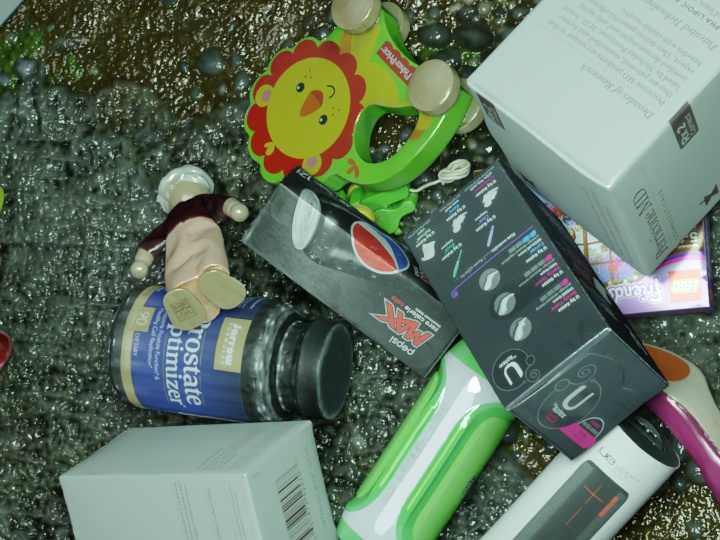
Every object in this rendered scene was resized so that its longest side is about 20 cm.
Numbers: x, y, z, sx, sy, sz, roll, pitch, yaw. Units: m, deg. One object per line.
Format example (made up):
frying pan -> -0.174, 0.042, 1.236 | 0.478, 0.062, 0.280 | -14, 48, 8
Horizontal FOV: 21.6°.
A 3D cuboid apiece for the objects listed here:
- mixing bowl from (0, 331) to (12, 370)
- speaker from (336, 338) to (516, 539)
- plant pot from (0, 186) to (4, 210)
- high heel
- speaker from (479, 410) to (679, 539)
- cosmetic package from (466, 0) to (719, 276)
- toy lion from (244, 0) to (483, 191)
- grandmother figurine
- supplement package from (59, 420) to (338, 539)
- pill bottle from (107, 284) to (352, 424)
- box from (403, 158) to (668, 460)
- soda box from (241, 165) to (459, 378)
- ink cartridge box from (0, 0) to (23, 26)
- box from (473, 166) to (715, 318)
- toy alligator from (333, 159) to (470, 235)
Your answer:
mixing bowl -> -0.434, 0.073, 1.731 | 0.200, 0.200, 0.109 | -38, 74, 11
speaker -> 0.063, 0.160, 1.608 | 0.088, 0.088, 0.201 | 35, 95, 20
plant pot -> -0.465, -0.081, 1.772 | 0.200, 0.199, 0.182 | -38, 79, 10
high heel -> 0.269, 0.140, 1.560 | 0.200, 0.067, 0.097 | 40, 128, 34
speaker -> 0.170, 0.201, 1.551 | 0.081, 0.081, 0.200 | 46, 109, 19
cosmetic package -> 0.223, -0.142, 1.517 | 0.200, 0.165, 0.165 | -47, 58, -5
toy lion -> -0.011, -0.141, 1.673 | 0.192, 0.068, 0.200 | -50, 54, 12
grandmother figurine -> -0.151, -0.027, 1.673 | 0.120, 0.061, 0.201 | -20, 35, 6
supplement package -> -0.138, 0.205, 1.619 | 0.199, 0.117, 0.118 | -4, 107, 30
pill bottle -> -0.113, 0.077, 1.667 | 0.198, 0.112, 0.113 | 6, 85, 20
box -> 0.138, 0.031, 1.507 | 0.106, 0.122, 0.201 | -39, 50, 11
soda box -> 0.000, 0.000, 1.620 | 0.199, 0.063, 0.071 | 36, 112, 0
ink cartridge box -> -0.409, -0.332, 1.841 | 0.147, 0.086, 0.200 | -46, 73, 8
box -> 0.198, -0.026, 1.610 | 0.198, 0.039, 0.138 | -6, 81, 18
toy alligator -> 0.012, -0.047, 1.674 | 0.198, 0.059, 0.055 | -14, 119, 17
